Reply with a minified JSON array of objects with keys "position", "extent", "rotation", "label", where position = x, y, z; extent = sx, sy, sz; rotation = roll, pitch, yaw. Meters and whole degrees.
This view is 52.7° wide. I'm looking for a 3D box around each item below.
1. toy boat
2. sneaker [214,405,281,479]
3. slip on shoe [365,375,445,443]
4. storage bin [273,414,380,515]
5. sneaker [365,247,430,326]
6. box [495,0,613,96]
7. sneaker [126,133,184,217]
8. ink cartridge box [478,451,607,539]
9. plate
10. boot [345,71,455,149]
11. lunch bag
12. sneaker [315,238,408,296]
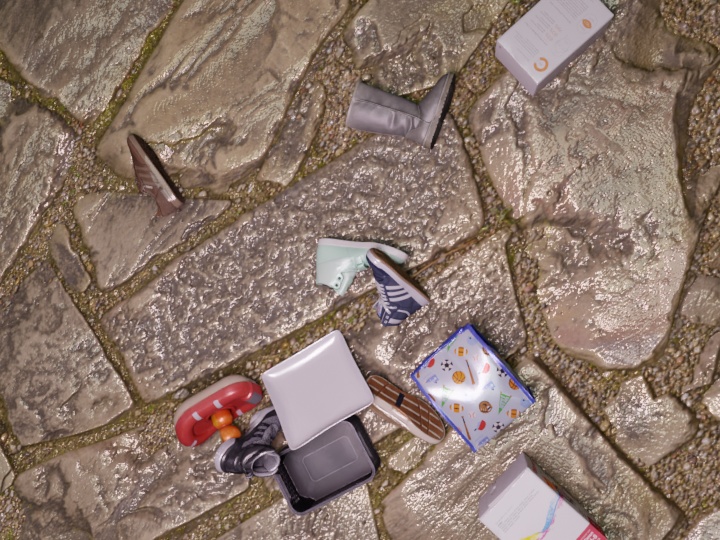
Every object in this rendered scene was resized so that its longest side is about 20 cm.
[{"position":[-0.292,0.318,1.536],"extent":[0.200,0.131,0.131],"rotation":[-31,63,8],"label":"toy boat"},{"position":[-0.193,0.357,1.487],"extent":[0.114,0.200,0.076],"rotation":[13,123,35],"label":"sneaker"},{"position":[0.084,0.300,1.527],"extent":[0.200,0.076,0.061],"rotation":[32,133,0],"label":"slip on shoe"},{"position":[-0.073,0.406,1.529],"extent":[0.200,0.094,0.136],"rotation":[-29,85,8],"label":"storage bin"},{"position":[0.051,0.042,1.489],"extent":[0.108,0.200,0.070],"rotation":[-40,39,11],"label":"sneaker"},{"position":[0.390,-0.477,1.481],"extent":[0.200,0.097,0.124],"rotation":[-41,83,5],"label":"box"},{"position":[-0.477,-0.210,1.619],"extent":[0.075,0.070,0.200],"rotation":[-35,83,7],"label":"sneaker"},{"position":[0.351,0.489,1.435],"extent":[0.200,0.145,0.145],"rotation":[41,94,7],"label":"ink cartridge box"},{"position":[-0.089,0.250,1.526],"extent":[0.200,0.032,0.200],"rotation":[-31,52,2],"label":"plate"},{"position":[0.085,-0.362,1.546],"extent":[0.199,0.073,0.182],"rotation":[23,90,15],"label":"boot"},{"position":[0.224,0.230,1.475],"extent":[0.170,0.124,0.200],"rotation":[-43,90,6],"label":"lunch bag"},{"position":[0.000,0.000,1.537],"extent":[0.200,0.074,0.119],"rotation":[5,83,18],"label":"sneaker"}]
